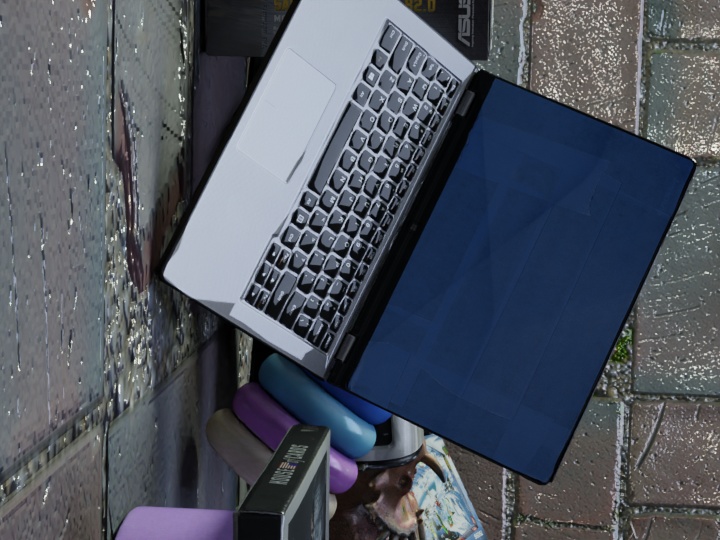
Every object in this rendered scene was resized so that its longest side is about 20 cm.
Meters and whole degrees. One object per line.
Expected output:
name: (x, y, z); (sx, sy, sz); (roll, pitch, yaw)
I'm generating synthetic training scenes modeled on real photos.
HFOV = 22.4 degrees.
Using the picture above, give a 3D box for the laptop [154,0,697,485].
laptop: (0.037, -0.027, 0.907); (0.200, 0.115, 0.189); (34, 78, -40)

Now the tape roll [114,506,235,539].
tape roll: (-0.077, 0.211, 0.833); (0.200, 0.065, 0.202); (2, 90, -86)

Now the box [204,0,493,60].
box: (0.001, -0.152, 1.072); (0.200, 0.157, 0.049); (-59, 151, -80)

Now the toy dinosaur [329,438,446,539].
toy dinosaur: (-0.009, 0.175, 1.240); (0.200, 0.134, 0.087); (84, 10, -65)

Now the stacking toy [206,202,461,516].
stacking toy: (0.007, 0.038, 0.997); (0.200, 0.085, 0.085); (-51, 174, 0)

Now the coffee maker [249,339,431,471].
coffee maker: (0.000, 0.000, 1.131); (0.192, 0.133, 0.202); (-44, 141, -64)

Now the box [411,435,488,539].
box: (0.031, 0.217, 1.471); (0.199, 0.040, 0.138); (-16, 79, -58)

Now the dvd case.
dvd case: (-0.034, 0.159, 0.809); (0.200, 0.024, 0.152); (-52, 144, -84)

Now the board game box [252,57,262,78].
board game box: (-0.050, -0.113, 1.272); (0.200, 0.028, 0.137); (81, 11, -69)

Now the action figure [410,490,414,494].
action figure: (0.032, 0.169, 1.329); (0.065, 0.098, 0.202); (42, -53, 44)
